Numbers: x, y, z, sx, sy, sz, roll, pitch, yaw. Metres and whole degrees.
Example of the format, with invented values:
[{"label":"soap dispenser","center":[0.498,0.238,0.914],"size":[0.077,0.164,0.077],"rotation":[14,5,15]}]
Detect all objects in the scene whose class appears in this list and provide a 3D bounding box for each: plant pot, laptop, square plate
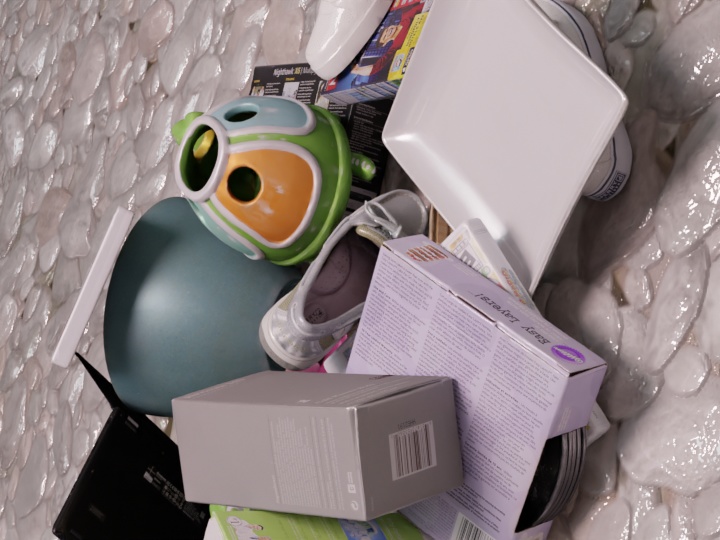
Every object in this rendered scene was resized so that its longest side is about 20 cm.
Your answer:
[{"label":"plant pot","center":[-0.120,0.042,1.623],"size":[0.134,0.200,0.202],"rotation":[10,84,24]},{"label":"laptop","center":[-0.208,0.203,1.640],"size":[0.115,0.187,0.201],"rotation":[-8,46,42]},{"label":"square plate","center":[0.103,-0.109,1.303],"size":[0.200,0.028,0.199],"rotation":[53,138,32]}]

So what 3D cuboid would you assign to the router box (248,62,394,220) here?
[{"label":"router box","center":[-0.047,-0.110,1.666],"size":[0.199,0.052,0.159],"rotation":[8,84,58]}]

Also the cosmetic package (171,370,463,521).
[{"label":"cosmetic package","center":[-0.034,0.123,1.297],"size":[0.199,0.106,0.091],"rotation":[2,101,44]}]

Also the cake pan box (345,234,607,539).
[{"label":"cake pan box","center":[0.072,0.100,1.293],"size":[0.200,0.052,0.185],"rotation":[35,124,36]}]

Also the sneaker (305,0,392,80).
[{"label":"sneaker","center":[-0.019,-0.268,1.489],"size":[0.201,0.115,0.074],"rotation":[-61,27,1]}]

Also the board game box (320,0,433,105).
[{"label":"board game box","center":[0.048,-0.227,1.525],"size":[0.199,0.061,0.201],"rotation":[-2,62,62]}]

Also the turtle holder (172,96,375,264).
[{"label":"turtle holder","center":[-0.086,-0.094,1.534],"size":[0.141,0.131,0.186],"rotation":[-50,41,34]}]

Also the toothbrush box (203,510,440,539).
[{"label":"toothbrush box","center":[-0.022,0.257,1.307],"size":[0.086,0.199,0.147],"rotation":[54,133,51]}]

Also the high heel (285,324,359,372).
[{"label":"high heel","center":[0.014,0.043,1.515],"size":[0.096,0.067,0.201],"rotation":[42,116,35]}]

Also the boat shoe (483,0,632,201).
[{"label":"boat shoe","center":[0.133,-0.139,1.355],"size":[0.075,0.086,0.203],"rotation":[-48,41,37]}]

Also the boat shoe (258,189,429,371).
[{"label":"boat shoe","center":[-0.002,-0.001,1.417],"size":[0.202,0.074,0.065],"rotation":[-43,0,-38]}]

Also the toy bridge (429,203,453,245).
[{"label":"toy bridge","center":[0.079,-0.085,1.460],"size":[0.067,0.027,0.201],"rotation":[125,157,-66]}]

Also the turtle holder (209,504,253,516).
[{"label":"turtle holder","center":[-0.113,0.290,1.527],"size":[0.186,0.131,0.141],"rotation":[-58,34,27]}]

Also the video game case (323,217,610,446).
[{"label":"video game case","center":[0.072,0.091,1.343],"size":[0.200,0.023,0.183],"rotation":[-46,68,39]}]

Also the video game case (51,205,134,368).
[{"label":"video game case","center":[-0.240,0.017,1.605],"size":[0.200,0.018,0.144],"rotation":[170,123,-81]}]
